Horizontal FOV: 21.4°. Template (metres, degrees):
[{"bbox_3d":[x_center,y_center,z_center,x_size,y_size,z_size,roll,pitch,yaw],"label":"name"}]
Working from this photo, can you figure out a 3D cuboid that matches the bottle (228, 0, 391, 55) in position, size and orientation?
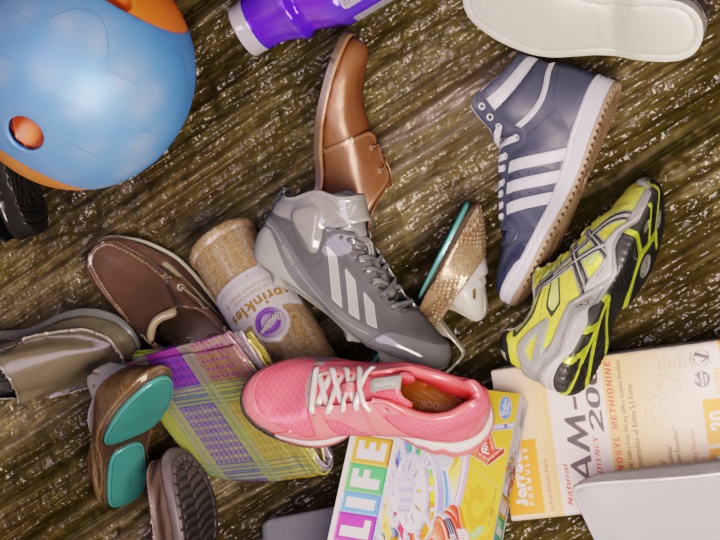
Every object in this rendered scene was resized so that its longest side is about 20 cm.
[{"bbox_3d":[-0.018,-0.250,1.606,0.199,0.065,0.084,-30,82,16],"label":"bottle"}]

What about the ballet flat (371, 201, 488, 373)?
[{"bbox_3d":[0.068,0.039,1.591,0.065,0.071,0.201,31,108,5],"label":"ballet flat"}]

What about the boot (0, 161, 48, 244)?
[{"bbox_3d":[-0.383,-0.104,1.715,0.157,0.079,0.213,-16,87,17],"label":"boot"}]

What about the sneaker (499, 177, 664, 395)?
[{"bbox_3d":[0.179,0.001,1.516,0.076,0.076,0.201,20,63,28],"label":"sneaker"}]

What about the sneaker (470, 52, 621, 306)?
[{"bbox_3d":[0.128,-0.080,1.563,0.108,0.070,0.201,24,94,13],"label":"sneaker"}]

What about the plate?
[{"bbox_3d":[0.281,0.198,1.483,0.198,0.200,0.033,-8,50,17],"label":"plate"}]

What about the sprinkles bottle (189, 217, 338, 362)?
[{"bbox_3d":[-0.070,0.051,1.609,0.068,0.068,0.201,-39,68,14],"label":"sprinkles bottle"}]

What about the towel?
[{"bbox_3d":[-0.110,0.116,1.586,0.199,0.023,0.144,-15,114,54],"label":"towel"}]

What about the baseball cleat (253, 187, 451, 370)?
[{"bbox_3d":[0.000,0.000,1.541,0.199,0.070,0.107,31,108,20],"label":"baseball cleat"}]

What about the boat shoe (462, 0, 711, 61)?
[{"bbox_3d":[0.184,-0.214,1.549,0.200,0.060,0.073,11,124,17],"label":"boat shoe"}]

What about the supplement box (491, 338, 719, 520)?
[{"bbox_3d":[0.215,0.128,1.539,0.198,0.073,0.127,-9,88,17],"label":"supplement box"}]

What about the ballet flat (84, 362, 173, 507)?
[{"bbox_3d":[-0.207,0.125,1.636,0.067,0.201,0.073,-23,61,-26],"label":"ballet flat"}]

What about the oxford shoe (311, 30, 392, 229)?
[{"bbox_3d":[-0.005,-0.100,1.609,0.071,0.071,0.202,8,104,12],"label":"oxford shoe"}]

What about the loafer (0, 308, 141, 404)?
[{"bbox_3d":[-0.284,0.088,1.684,0.198,0.070,0.076,-12,119,23],"label":"loafer"}]

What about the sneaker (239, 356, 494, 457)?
[{"bbox_3d":[0.007,0.092,1.462,0.198,0.087,0.074,4,68,-1],"label":"sneaker"}]

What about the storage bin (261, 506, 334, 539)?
[{"bbox_3d":[0.005,0.260,1.582,0.198,0.145,0.136,-14,77,17],"label":"storage bin"}]

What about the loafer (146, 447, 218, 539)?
[{"bbox_3d":[-0.164,0.253,1.650,0.070,0.073,0.202,-3,99,22],"label":"loafer"}]

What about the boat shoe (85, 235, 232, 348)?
[{"bbox_3d":[-0.163,0.037,1.653,0.202,0.075,0.075,35,101,13],"label":"boat shoe"}]

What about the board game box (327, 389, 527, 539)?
[{"bbox_3d":[0.048,0.189,1.502,0.133,0.034,0.202,5,71,19],"label":"board game box"}]

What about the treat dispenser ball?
[{"bbox_3d":[-0.238,-0.168,1.606,0.199,0.201,0.203,0,91,17],"label":"treat dispenser ball"}]
